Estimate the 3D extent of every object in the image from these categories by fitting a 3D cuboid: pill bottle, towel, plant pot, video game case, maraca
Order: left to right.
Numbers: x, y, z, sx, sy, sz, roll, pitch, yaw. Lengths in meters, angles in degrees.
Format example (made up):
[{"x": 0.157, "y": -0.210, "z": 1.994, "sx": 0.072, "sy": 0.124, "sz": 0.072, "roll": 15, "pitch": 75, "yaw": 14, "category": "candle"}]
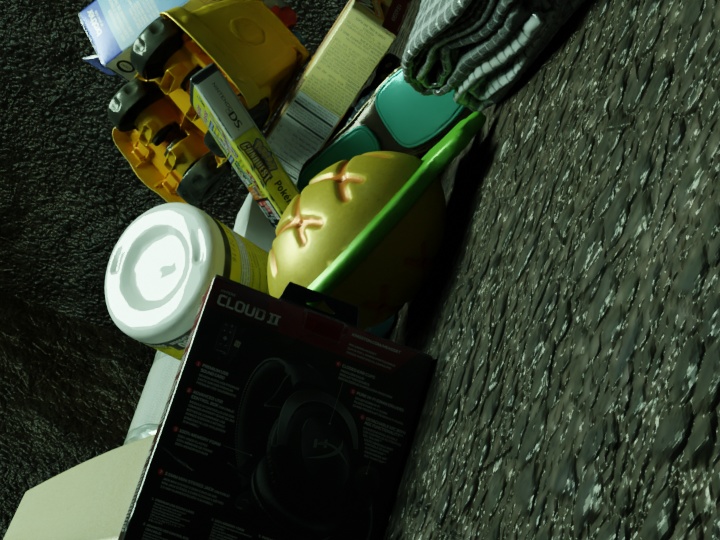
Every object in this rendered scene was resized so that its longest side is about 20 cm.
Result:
[{"x": -0.219, "y": 0.277, "z": 1.130, "sx": 0.200, "sy": 0.174, "sz": 0.203, "roll": -91, "pitch": -6, "yaw": -69, "category": "plant pot"}, {"x": -0.106, "y": 0.031, "z": 1.027, "sx": 0.200, "sy": 0.110, "sz": 0.113, "roll": 33, "pitch": -108, "yaw": -53, "category": "pill bottle"}, {"x": -0.083, "y": -0.079, "z": 1.045, "sx": 0.025, "sy": 0.182, "sz": 0.200, "roll": -34, "pitch": 6, "yaw": -5, "category": "video game case"}, {"x": 0.013, "y": -0.034, "z": 0.869, "sx": 0.200, "sy": 0.107, "sz": 0.137, "roll": -46, "pitch": 7, "yaw": -4, "category": "maraca"}, {"x": 0.094, "y": -0.212, "z": 0.795, "sx": 0.200, "sy": 0.084, "sz": 0.168, "roll": 135, "pitch": 153, "yaw": -72, "category": "towel"}]

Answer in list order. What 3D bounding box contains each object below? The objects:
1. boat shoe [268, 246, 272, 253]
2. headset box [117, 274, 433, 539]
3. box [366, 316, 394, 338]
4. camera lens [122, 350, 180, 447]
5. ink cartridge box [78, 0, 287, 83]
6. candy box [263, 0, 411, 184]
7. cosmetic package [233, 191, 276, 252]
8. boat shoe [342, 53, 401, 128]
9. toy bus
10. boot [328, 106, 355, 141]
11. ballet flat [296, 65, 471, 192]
[{"x": -0.100, "y": 0.062, "z": 1.160, "sx": 0.072, "sy": 0.071, "sz": 0.203, "roll": 116, "pitch": 165, "yaw": -63, "category": "boat shoe"}, {"x": -0.052, "y": 0.107, "z": 0.775, "sx": 0.077, "sy": 0.147, "sz": 0.203, "roll": 139, "pitch": 149, "yaw": -72, "category": "headset box"}, {"x": 0.000, "y": 0.000, "z": 1.043, "sx": 0.201, "sy": 0.049, "sz": 0.083, "roll": -80, "pitch": 13, "yaw": -53, "category": "box"}, {"x": -0.170, "y": 0.158, "z": 1.419, "sx": 0.160, "sy": 0.158, "sz": 0.202, "roll": 122, "pitch": 166, "yaw": -55, "category": "camera lens"}, {"x": -0.190, "y": -0.252, "z": 1.284, "sx": 0.199, "sy": 0.077, "sz": 0.136, "roll": -36, "pitch": -22, "yaw": 13, "category": "ink cartridge box"}, {"x": -0.031, "y": -0.178, "z": 1.202, "sx": 0.201, "sy": 0.055, "sz": 0.116, "roll": -54, "pitch": 9, "yaw": 30, "category": "candy box"}, {"x": -0.111, "y": 0.002, "z": 1.289, "sx": 0.083, "sy": 0.050, "sz": 0.202, "roll": 127, "pitch": 158, "yaw": -49, "category": "cosmetic package"}, {"x": 0.028, "y": -0.150, "z": 1.149, "sx": 0.092, "sy": 0.070, "sz": 0.200, "roll": -63, "pitch": 12, "yaw": 7, "category": "boat shoe"}, {"x": -0.136, "y": -0.183, "z": 1.252, "sx": 0.192, "sy": 0.136, "sz": 0.200, "roll": -41, "pitch": -7, "yaw": -43, "category": "toy bus"}, {"x": -0.017, "y": -0.087, "z": 1.267, "sx": 0.158, "sy": 0.078, "sz": 0.214, "roll": 127, "pitch": 157, "yaw": -73, "category": "boot"}, {"x": 0.032, "y": -0.110, "z": 0.992, "sx": 0.200, "sy": 0.068, "sz": 0.072, "roll": -41, "pitch": -13, "yaw": 32, "category": "ballet flat"}]
